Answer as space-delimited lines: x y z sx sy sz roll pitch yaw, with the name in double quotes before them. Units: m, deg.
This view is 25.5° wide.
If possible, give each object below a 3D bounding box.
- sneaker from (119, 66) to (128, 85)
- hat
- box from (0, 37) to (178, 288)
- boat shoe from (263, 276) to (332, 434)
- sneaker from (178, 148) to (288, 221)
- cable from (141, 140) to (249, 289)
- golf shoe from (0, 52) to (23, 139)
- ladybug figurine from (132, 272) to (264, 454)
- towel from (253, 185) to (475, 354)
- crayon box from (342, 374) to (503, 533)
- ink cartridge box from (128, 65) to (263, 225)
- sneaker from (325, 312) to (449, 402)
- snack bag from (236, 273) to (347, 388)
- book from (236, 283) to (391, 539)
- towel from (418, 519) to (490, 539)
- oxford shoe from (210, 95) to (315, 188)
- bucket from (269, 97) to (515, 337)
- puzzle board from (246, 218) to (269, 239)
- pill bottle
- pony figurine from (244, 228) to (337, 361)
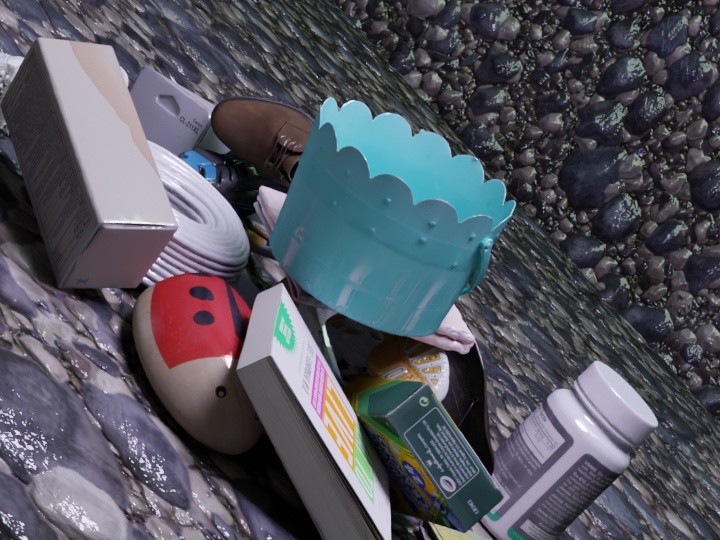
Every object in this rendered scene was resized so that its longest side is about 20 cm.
"sneaker" -0.254 -0.169 1.568 0.072 0.072 0.200 20 -7 -9
"hat" 0.065 0.137 1.629 0.080 0.202 0.201 -11 40 -18
"box" -0.234 -0.091 1.354 0.077 0.095 0.202 1 55 -38
"boat shoe" -0.059 0.085 1.449 0.069 0.071 0.201 37 32 -26
"sneaker" -0.124 -0.090 1.684 0.198 0.082 0.073 -8 47 -38
"cable" -0.190 -0.049 1.497 0.199 0.069 0.200 19 24 -53
"golf shoe" -0.351 -0.166 1.454 0.096 0.079 0.200 23 9 9
"ladybug figurine" -0.126 0.067 1.345 0.135 0.072 0.201 32 21 -37
"towel" 0.000 0.000 1.524 0.189 0.032 0.200 19 22 -26
"crayon box" 0.038 0.161 1.434 0.126 0.051 0.200 56 -17 -10
"ink cartridge box" -0.161 -0.132 1.777 0.145 0.083 0.199 38 7 39
"sneaker" 0.034 0.104 1.539 0.200 0.075 0.089 -141 -144 -60
"snack bag" -0.077 0.088 1.557 0.188 0.021 0.200 43 14 -6
"book" -0.037 0.126 1.320 0.201 0.048 0.134 61 14 -21
"towel" 0.138 0.309 1.526 0.199 0.023 0.144 30 19 -47
"oxford shoe" -0.070 -0.121 1.599 0.198 0.073 0.084 27 12 14
"bucket" 0.024 -0.045 1.417 0.205 0.136 0.208 25 20 -10
"puzzle board" -0.085 -0.056 1.973 0.199 0.017 0.151 33 18 -39
"pill bottle" 0.214 0.199 1.688 0.113 0.200 0.113 41 14 -12
"pony figurine" -0.036 0.005 1.703 0.192 0.168 0.200 32 1 -18
